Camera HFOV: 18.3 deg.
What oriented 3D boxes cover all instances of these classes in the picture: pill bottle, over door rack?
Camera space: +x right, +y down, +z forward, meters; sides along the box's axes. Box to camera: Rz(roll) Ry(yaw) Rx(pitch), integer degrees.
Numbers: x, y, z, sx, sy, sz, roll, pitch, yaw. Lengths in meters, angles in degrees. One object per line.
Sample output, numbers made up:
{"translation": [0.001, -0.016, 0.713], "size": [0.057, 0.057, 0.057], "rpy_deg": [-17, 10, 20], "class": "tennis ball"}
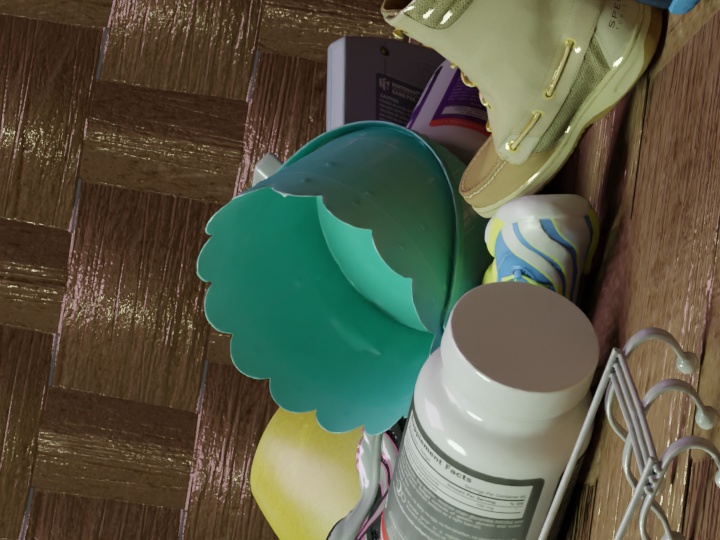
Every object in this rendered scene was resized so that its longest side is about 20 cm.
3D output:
{"translation": [0.083, 0.111, 1.409], "size": [0.116, 0.115, 0.201], "rpy_deg": [-85, 6, -48], "class": "pill bottle"}
{"translation": [0.114, 0.141, 1.081], "size": [0.201, 0.066, 0.148], "rpy_deg": [-58, 10, 16], "class": "over door rack"}
{"translation": [0.093, -0.104, 1.723], "size": [0.200, 0.111, 0.112], "rpy_deg": [-63, -12, -53], "class": "pill bottle"}

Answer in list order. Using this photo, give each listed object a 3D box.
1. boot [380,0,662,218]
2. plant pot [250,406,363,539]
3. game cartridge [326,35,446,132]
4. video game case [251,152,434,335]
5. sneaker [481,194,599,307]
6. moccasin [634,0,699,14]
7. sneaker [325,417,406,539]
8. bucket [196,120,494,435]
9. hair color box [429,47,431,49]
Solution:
{"translation": [0.076, -0.128, 1.414], "size": [0.200, 0.155, 0.073], "rpy_deg": [-48, 22, 46], "class": "boot"}
{"translation": [-0.006, 0.173, 1.864], "size": [0.200, 0.141, 0.201], "rpy_deg": [-47, -30, -38], "class": "plant pot"}
{"translation": [0.055, -0.112, 1.806], "size": [0.041, 0.199, 0.134], "rpy_deg": [-22, 57, 49], "class": "game cartridge"}
{"translation": [-0.012, 0.003, 1.799], "size": [0.023, 0.200, 0.182], "rpy_deg": [-46, -6, -14], "class": "video game case"}
{"translation": [0.122, 0.024, 1.481], "size": [0.200, 0.075, 0.106], "rpy_deg": [87, 178, -71], "class": "sneaker"}
{"translation": [0.172, -0.245, 1.265], "size": [0.081, 0.068, 0.201], "rpy_deg": [106, 173, -62], "class": "moccasin"}
{"translation": [0.043, 0.173, 1.680], "size": [0.080, 0.086, 0.201], "rpy_deg": [49, -130, -45], "class": "sneaker"}
{"translation": [0.000, 0.000, 1.610], "size": [0.135, 0.206, 0.208], "rpy_deg": [-41, -28, -43], "class": "bucket"}
{"translation": [0.052, -0.084, 1.874], "size": [0.200, 0.111, 0.064], "rpy_deg": [-57, 4, -35], "class": "hair color box"}
